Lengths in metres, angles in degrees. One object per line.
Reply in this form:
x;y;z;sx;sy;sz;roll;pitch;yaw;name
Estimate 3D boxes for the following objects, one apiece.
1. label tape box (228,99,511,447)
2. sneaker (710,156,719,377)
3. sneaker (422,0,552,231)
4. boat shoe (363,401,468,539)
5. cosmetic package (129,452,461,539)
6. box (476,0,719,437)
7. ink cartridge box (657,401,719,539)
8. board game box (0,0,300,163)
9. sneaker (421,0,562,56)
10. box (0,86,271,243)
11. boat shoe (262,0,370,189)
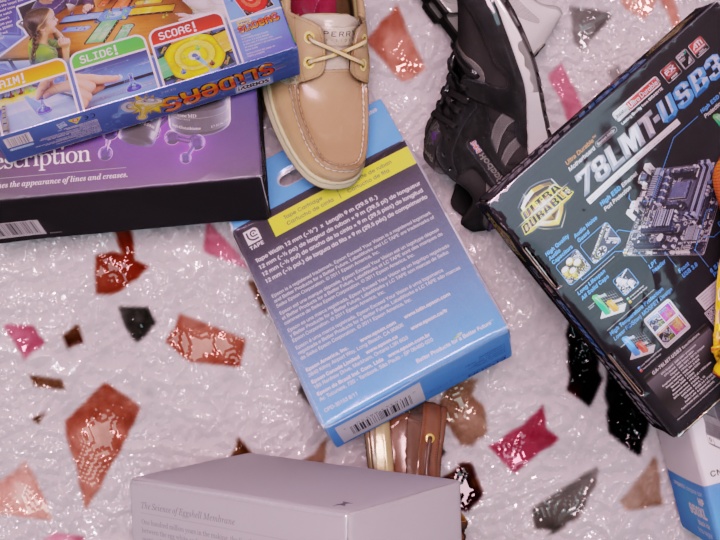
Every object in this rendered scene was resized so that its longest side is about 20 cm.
0.000;0.000;0.825;0.142;0.066;0.202;-27;65;-1;label tape box
0.247;0.027;0.707;0.076;0.073;0.203;-18;96;-7;sneaker
0.080;-0.104;0.790;0.086;0.076;0.202;-19;128;4;sneaker
0.046;0.193;0.835;0.066;0.072;0.204;-8;89;0;boat shoe
-0.042;0.234;0.762;0.197;0.122;0.204;0;93;40;cosmetic package
0.212;-0.032;0.760;0.200;0.050;0.199;-41;94;-1;box
0.285;0.077;0.835;0.142;0.084;0.203;-15;91;-3;ink cartridge box
-0.152;-0.163;0.758;0.197;0.035;0.137;-17;69;-7;board game box
0.066;-0.234;0.829;0.088;0.074;0.201;-40;103;-2;sneaker
-0.166;-0.106;0.800;0.196;0.079;0.143;-6;70;-2;box
-0.029;-0.159;0.801;0.073;0.066;0.203;-6;77;-25;boat shoe
